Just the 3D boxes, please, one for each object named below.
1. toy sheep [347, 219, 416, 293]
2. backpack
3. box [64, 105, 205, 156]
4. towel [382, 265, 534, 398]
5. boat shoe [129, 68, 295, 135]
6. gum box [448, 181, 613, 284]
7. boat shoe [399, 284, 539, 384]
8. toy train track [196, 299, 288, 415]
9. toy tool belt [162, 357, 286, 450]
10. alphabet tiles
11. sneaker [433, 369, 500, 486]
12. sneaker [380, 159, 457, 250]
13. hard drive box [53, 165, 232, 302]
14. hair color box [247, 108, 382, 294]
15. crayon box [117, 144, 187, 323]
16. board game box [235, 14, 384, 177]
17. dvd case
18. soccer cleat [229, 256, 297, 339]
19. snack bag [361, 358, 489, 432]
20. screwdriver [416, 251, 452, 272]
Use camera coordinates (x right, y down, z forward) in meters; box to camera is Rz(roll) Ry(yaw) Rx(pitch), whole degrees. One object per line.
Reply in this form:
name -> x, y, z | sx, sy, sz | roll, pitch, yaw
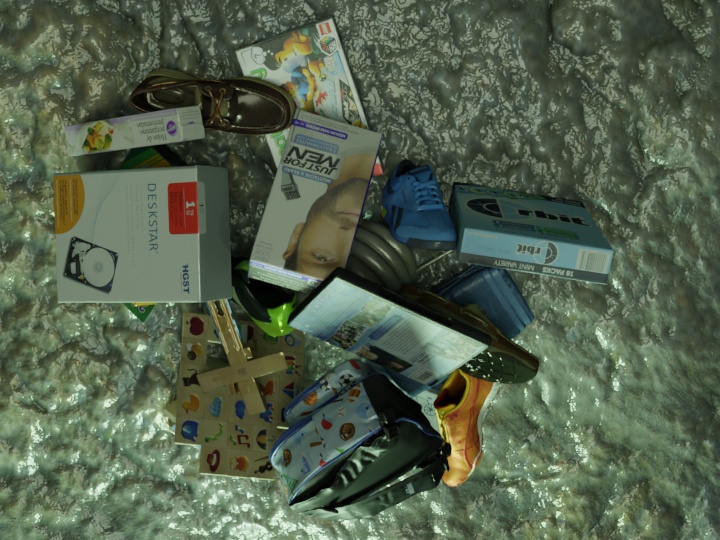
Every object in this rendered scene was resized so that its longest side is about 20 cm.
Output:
toy sheep -> 0.000, 0.000, 1.349 | 0.138, 0.138, 0.200 | 45, 67, -12
backpack -> -0.016, 0.213, 1.338 | 0.190, 0.154, 0.200 | -40, 144, 5
box -> -0.272, -0.165, 1.302 | 0.199, 0.041, 0.039 | -2, 101, 35
towel -> 0.116, 0.073, 1.402 | 0.199, 0.049, 0.112 | -33, 113, 5
boat shoe -> -0.179, -0.195, 1.304 | 0.199, 0.072, 0.073 | 14, 117, 11
gum box -> 0.195, -0.048, 1.298 | 0.169, 0.200, 0.045 | 9, 109, -1
boat shoe -> 0.128, 0.073, 1.313 | 0.199, 0.074, 0.076 | 24, 149, -18
toy train track -> -0.156, 0.080, 1.343 | 0.114, 0.033, 0.201 | -15, 106, 10
toy tool belt -> -0.163, 0.210, 1.428 | 0.199, 0.123, 0.125 | 32, 106, -9
alphabet tiles -> -0.150, 0.160, 1.380 | 0.166, 0.008, 0.201 | 10, 68, -25
sneaker -> 0.122, 0.189, 1.407 | 0.077, 0.073, 0.201 | -3, 116, -22
sneaker -> 0.068, -0.080, 1.291 | 0.066, 0.200, 0.079 | 5, 109, -14
hard drive box -> -0.256, -0.041, 1.285 | 0.199, 0.077, 0.157 | -2, 92, 22
hair color box -> -0.052, -0.077, 1.273 | 0.109, 0.065, 0.201 | 16, 71, -2
crayon box -> -0.272, -0.048, 1.361 | 0.126, 0.052, 0.200 | 40, 106, 17
board game box -> -0.060, -0.195, 1.343 | 0.126, 0.035, 0.201 | -17, 107, 8
dvd case -> 0.031, 0.068, 1.253 | 0.199, 0.018, 0.143 | 25, 146, -15
soccer cleat -> -0.156, 0.007, 1.363 | 0.199, 0.068, 0.081 | 31, 141, 17
snack bag -> 0.085, 0.155, 1.459 | 0.188, 0.021, 0.201 | 19, 107, -4
screwdriver -> 0.067, 0.000, 1.408 | 0.199, 0.028, 0.029 | -34, 133, 10
